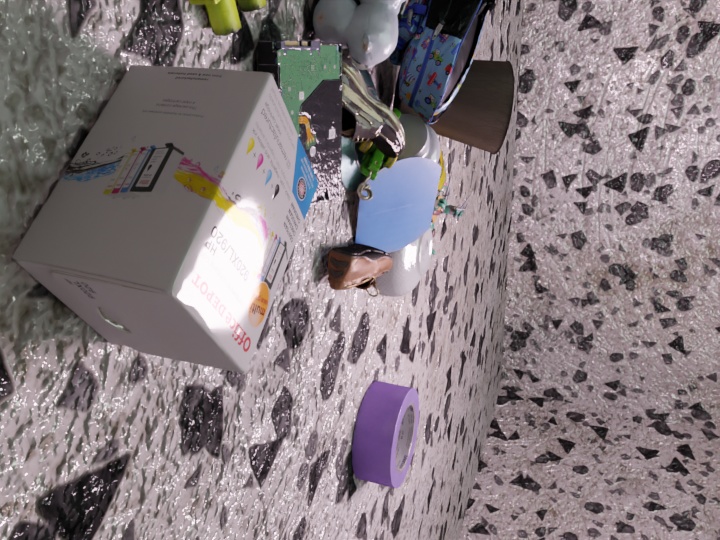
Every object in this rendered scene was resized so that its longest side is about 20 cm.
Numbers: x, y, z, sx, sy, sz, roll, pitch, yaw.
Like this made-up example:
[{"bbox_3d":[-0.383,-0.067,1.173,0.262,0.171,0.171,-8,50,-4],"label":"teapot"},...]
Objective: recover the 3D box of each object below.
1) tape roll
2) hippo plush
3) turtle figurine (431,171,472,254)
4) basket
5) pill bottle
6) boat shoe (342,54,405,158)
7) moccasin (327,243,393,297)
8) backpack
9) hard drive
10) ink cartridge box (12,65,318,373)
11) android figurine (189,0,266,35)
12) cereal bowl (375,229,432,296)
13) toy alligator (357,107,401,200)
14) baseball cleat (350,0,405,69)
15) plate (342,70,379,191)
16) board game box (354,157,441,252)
[{"bbox_3d":[0.055,0.336,1.353,0.200,0.083,0.204,7,90,-71],"label":"tape roll"},{"bbox_3d":[0.023,-0.361,0.891,0.159,0.197,0.163,-46,159,-78],"label":"hippo plush"},{"bbox_3d":[0.175,-0.134,1.496,0.149,0.100,0.203,-6,118,-55],"label":"turtle figurine"},{"bbox_3d":[0.166,-0.319,1.210,0.136,0.196,0.184,120,-22,-69],"label":"basket"},{"bbox_3d":[0.095,-0.203,1.199,0.200,0.110,0.114,47,53,-72],"label":"pill bottle"},{"bbox_3d":[-0.009,-0.224,0.953,0.200,0.074,0.074,42,76,-38],"label":"boat shoe"},{"bbox_3d":[0.002,0.000,1.094,0.201,0.072,0.079,-20,125,-72],"label":"moccasin"},{"bbox_3d":[0.114,-0.349,1.059,0.183,0.132,0.203,-172,-77,-88],"label":"backpack"},{"bbox_3d":[-0.074,-0.183,0.829,0.139,0.037,0.204,-28,124,-54],"label":"hard drive"},{"bbox_3d":[-0.146,-0.043,0.550,0.148,0.142,0.203,67,37,-57],"label":"ink cartridge box"},{"bbox_3d":[-0.136,-0.341,0.626,0.183,0.040,0.203,-62,154,-45],"label":"android figurine"},{"bbox_3d":[0.094,-0.044,1.324,0.200,0.082,0.204,8,90,-70],"label":"cereal bowl"},{"bbox_3d":[0.021,-0.178,1.044,0.054,0.059,0.202,-39,-154,54],"label":"toy alligator"},{"bbox_3d":[0.023,-0.412,1.005,0.107,0.068,0.204,51,47,-59],"label":"baseball cleat"},{"bbox_3d":[0.004,-0.232,1.082,0.200,0.025,0.205,9,90,-71],"label":"plate"},{"bbox_3d":[0.056,-0.120,1.147,0.155,0.039,0.202,-15,136,-22],"label":"board game box"}]
